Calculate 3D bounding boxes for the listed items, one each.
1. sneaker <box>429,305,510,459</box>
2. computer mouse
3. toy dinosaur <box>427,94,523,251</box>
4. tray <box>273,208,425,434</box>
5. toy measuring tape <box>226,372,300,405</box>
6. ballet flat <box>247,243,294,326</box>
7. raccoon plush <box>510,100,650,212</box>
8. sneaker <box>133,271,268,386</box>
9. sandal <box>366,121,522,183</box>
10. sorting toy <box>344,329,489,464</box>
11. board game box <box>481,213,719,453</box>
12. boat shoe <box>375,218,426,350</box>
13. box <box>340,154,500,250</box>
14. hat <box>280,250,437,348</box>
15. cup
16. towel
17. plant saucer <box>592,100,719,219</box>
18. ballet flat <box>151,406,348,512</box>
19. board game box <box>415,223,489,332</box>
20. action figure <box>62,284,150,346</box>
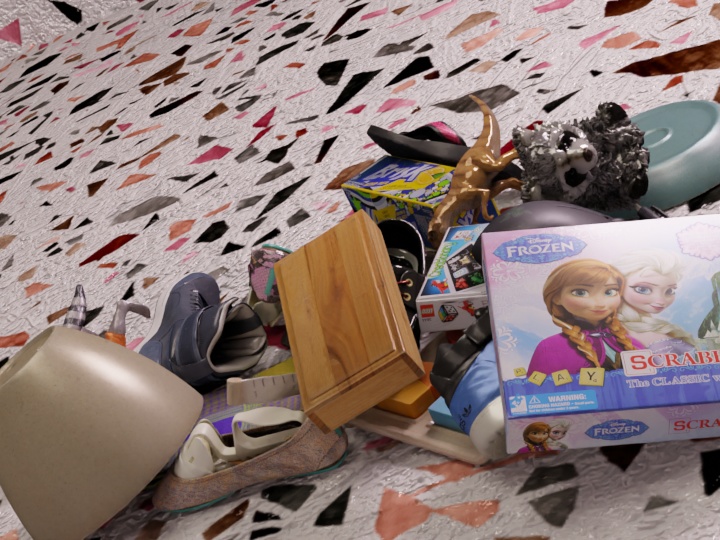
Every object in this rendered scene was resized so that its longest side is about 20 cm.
[{"bbox_3d":[0.148,0.056,1.293,0.200,0.077,0.111,-31,57,-13],"label":"sneaker"},{"bbox_3d":[0.195,-0.034,1.418,0.200,0.053,0.139,-2,22,-11],"label":"computer mouse"},{"bbox_3d":[0.124,-0.106,1.622,0.106,0.060,0.200,15,59,16],"label":"toy dinosaur"},{"bbox_3d":[-0.014,0.039,1.395,0.099,0.037,0.200,-32,38,13],"label":"tray"},{"bbox_3d":[-0.048,0.088,1.455,0.200,0.074,0.074,-8,8,-37],"label":"toy measuring tape"},{"bbox_3d":[-0.089,0.020,1.668,0.200,0.069,0.071,95,-166,-83],"label":"ballet flat"},{"bbox_3d":[0.178,-0.079,1.523,0.134,0.097,0.200,-11,-21,-23],"label":"raccoon plush"},{"bbox_3d":[-0.149,0.053,1.668,0.146,0.077,0.202,-24,25,30],"label":"sneaker"},{"bbox_3d":[0.098,-0.131,1.769,0.200,0.075,0.045,16,77,32],"label":"sandal"},{"bbox_3d":[0.100,0.084,1.396,0.185,0.036,0.200,-40,25,-28],"label":"sorting toy"},{"bbox_3d":[0.197,0.042,1.220,0.200,0.041,0.200,-5,42,1],"label":"board game box"},{"bbox_3d":[0.021,0.024,1.455,0.074,0.063,0.201,7,33,1],"label":"boat shoe"},{"bbox_3d":[0.063,-0.071,1.740,0.070,0.064,0.200,-35,24,-19],"label":"box"},{"bbox_3d":[0.000,0.000,1.611,0.200,0.081,0.201,-20,19,7],"label":"hat"},{"bbox_3d":[-0.263,0.134,1.481,0.200,0.143,0.200,-39,14,12],"label":"cup"},{"bbox_3d":[-0.123,0.139,1.544,0.200,0.023,0.144,-22,23,11],"label":"towel"},{"bbox_3d":[0.294,-0.118,1.623,0.200,0.036,0.200,-23,22,10],"label":"plant saucer"},{"bbox_3d":[-0.107,0.155,1.427,0.200,0.067,0.068,-19,30,20],"label":"ballet flat"},{"bbox_3d":[0.128,0.000,1.478,0.126,0.035,0.200,-6,19,14],"label":"board game box"},{"bbox_3d":[-0.324,0.117,1.700,0.200,0.105,0.194,-12,33,41],"label":"action figure"}]
